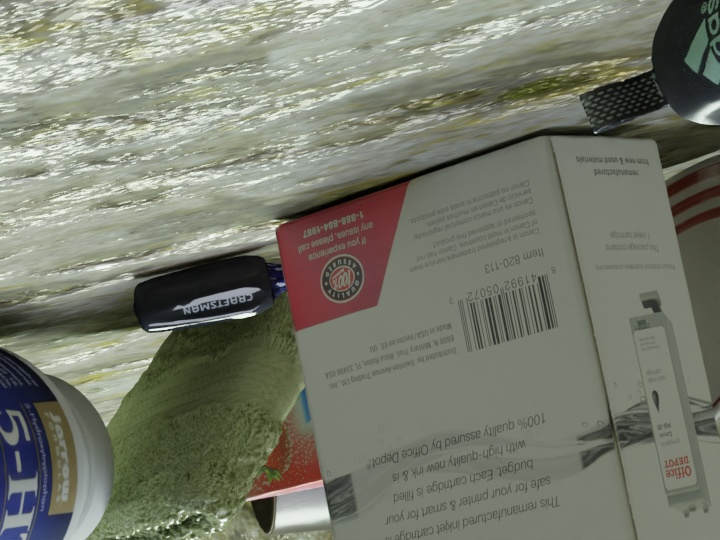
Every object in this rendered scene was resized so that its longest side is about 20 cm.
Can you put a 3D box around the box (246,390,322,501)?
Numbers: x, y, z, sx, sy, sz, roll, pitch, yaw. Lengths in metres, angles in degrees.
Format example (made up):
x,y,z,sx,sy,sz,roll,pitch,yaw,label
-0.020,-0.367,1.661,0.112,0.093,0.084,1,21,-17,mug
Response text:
x,y,z,sx,sy,sz,roll,pitch,yaw,label
0.020,0.053,1.505,0.199,0.095,0.102,-17,174,32,box

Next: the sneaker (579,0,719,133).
x,y,z,sx,sy,sz,roll,pitch,yaw,label
0.109,-0.061,0.702,0.139,0.078,0.200,-17,173,29,sneaker

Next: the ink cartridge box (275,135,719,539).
x,y,z,sx,sy,sz,roll,pitch,yaw,label
0.059,0.061,1.144,0.146,0.202,0.083,-17,170,37,ink cartridge box

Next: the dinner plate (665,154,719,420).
x,y,z,sx,sy,sz,roll,pitch,yaw,label
0.124,0.033,1.243,0.200,0.024,0.201,-41,-158,21,dinner plate

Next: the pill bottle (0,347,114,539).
x,y,z,sx,sy,sz,roll,pitch,yaw,label
-0.190,0.091,1.280,0.119,0.121,0.200,-15,175,20,pill bottle

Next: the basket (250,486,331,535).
x,y,z,sx,sy,sz,roll,pitch,yaw,label
0.033,0.082,1.672,0.198,0.137,0.180,-8,178,-11,basket

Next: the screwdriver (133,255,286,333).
x,y,z,sx,sy,sz,roll,pitch,yaw,label
0.000,0.000,1.252,0.198,0.029,0.028,-8,174,-1,screwdriver

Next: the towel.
x,y,z,sx,sy,sz,roll,pitch,yaw,label
-0.083,0.074,1.392,0.036,0.149,0.200,36,155,-17,towel
